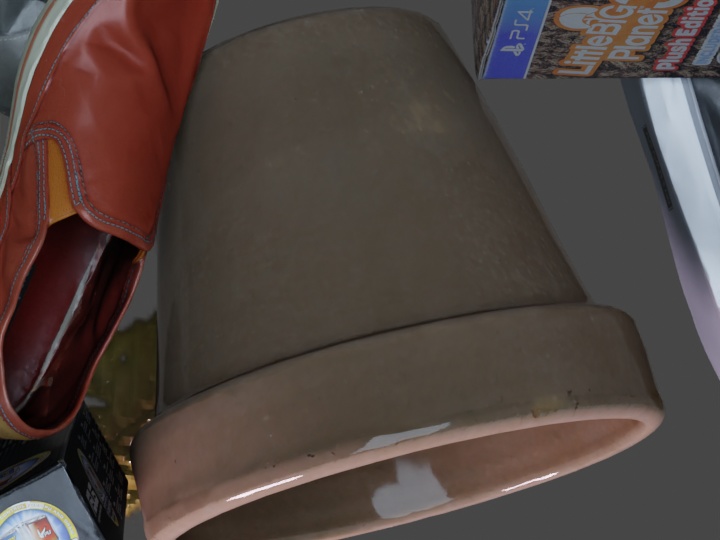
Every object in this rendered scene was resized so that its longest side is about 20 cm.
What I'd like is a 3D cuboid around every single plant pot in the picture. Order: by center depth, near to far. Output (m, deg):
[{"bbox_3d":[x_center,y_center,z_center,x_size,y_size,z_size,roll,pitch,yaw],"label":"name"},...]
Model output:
[{"bbox_3d":[0.000,0.000,0.986,0.199,0.200,0.176,-12,77,-4],"label":"plant pot"}]

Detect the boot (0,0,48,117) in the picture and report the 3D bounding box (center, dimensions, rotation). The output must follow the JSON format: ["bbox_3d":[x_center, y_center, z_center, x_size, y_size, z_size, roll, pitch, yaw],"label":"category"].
[{"bbox_3d":[-0.161,-0.153,0.946,0.199,0.073,0.183,26,84,-16],"label":"boot"}]

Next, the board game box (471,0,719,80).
[{"bbox_3d":[0.142,-0.163,0.991,0.199,0.097,0.160,0,70,-5],"label":"board game box"}]

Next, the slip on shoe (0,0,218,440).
[{"bbox_3d":[-0.094,-0.030,0.926,0.074,0.061,0.201,24,90,-47],"label":"slip on shoe"}]

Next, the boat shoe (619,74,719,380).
[{"bbox_3d":[0.155,-0.032,1.048,0.066,0.070,0.201,-18,88,-2],"label":"boat shoe"}]

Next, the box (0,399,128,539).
[{"bbox_3d":[-0.165,0.112,0.960,0.160,0.200,0.044,-29,96,-1],"label":"box"}]
